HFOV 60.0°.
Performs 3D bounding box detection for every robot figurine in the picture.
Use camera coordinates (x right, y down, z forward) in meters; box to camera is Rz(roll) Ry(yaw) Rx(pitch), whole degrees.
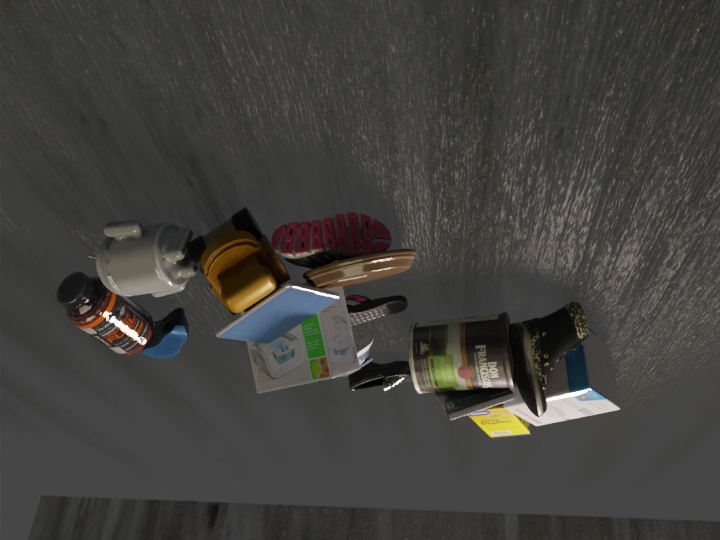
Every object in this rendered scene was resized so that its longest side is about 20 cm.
[{"bbox_3d":[-0.368,-0.018,1.070,0.195,0.114,0.172,-7,130,18],"label":"robot figurine"}]

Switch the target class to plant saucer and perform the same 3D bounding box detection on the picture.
[{"bbox_3d":[0.000,0.000,1.048,0.195,0.030,0.200,-11,175,-1],"label":"plant saucer"}]

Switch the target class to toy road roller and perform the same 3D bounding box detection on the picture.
[{"bbox_3d":[-0.188,0.014,1.027,0.121,0.147,0.201,-30,141,-3],"label":"toy road roller"}]

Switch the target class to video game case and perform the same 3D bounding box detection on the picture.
[{"bbox_3d":[0.220,0.238,1.321,0.139,0.200,0.019,-16,111,-7],"label":"video game case"}]

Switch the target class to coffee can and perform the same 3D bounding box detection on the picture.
[{"bbox_3d":[0.208,0.169,1.267,0.195,0.149,0.147,-8,147,18],"label":"coffee can"}]

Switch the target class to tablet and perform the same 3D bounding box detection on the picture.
[{"bbox_3d":[-0.142,0.076,1.065,0.198,0.014,0.129,-33,150,31],"label":"tablet"}]

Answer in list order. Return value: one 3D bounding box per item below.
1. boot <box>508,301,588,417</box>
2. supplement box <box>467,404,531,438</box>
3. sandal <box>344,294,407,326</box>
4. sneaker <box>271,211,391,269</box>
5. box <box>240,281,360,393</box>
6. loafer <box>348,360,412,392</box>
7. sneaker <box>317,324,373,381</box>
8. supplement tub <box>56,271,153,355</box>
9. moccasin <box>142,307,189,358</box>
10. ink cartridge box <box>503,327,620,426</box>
[{"bbox_3d":[0.376,0.172,1.211,0.151,0.073,0.208,-22,110,-13],"label":"boot"},{"bbox_3d":[0.338,0.325,1.531,0.107,0.111,0.200,-13,144,26],"label":"supplement box"},{"bbox_3d":[-0.003,0.075,1.253,0.195,0.046,0.076,-14,153,0],"label":"sandal"},{"bbox_3d":[-0.047,-0.044,1.036,0.194,0.076,0.088,-5,164,-1],"label":"sneaker"},{"bbox_3d":[-0.117,0.123,1.185,0.197,0.181,0.096,-16,175,35],"label":"box"},{"bbox_3d":[0.067,0.259,1.496,0.195,0.072,0.069,-3,148,10],"label":"loafer"},{"bbox_3d":[-0.062,0.207,1.348,0.198,0.081,0.148,-28,157,-33],"label":"sneaker"},{"bbox_3d":[-0.515,0.085,1.257,0.104,0.109,0.201,-8,146,19],"label":"supplement tub"},{"bbox_3d":[-0.421,0.140,1.374,0.079,0.070,0.198,18,147,-36],"label":"moccasin"},{"bbox_3d":[0.420,0.226,1.331,0.198,0.149,0.146,-24,139,37],"label":"ink cartridge box"}]
